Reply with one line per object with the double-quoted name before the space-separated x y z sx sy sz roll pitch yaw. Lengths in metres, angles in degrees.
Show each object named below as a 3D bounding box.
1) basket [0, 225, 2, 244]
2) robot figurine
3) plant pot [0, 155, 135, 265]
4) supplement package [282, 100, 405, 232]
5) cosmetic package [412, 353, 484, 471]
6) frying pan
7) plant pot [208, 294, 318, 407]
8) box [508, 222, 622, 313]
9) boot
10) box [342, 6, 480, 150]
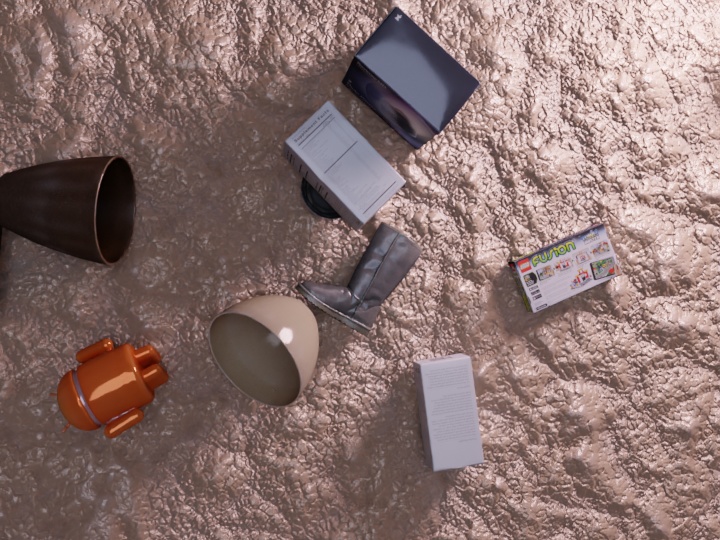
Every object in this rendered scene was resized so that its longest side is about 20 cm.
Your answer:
"basket" -0.687 -0.036 1.373 0.180 0.135 0.202 18 79 -44
"robot figurine" -0.440 0.203 1.417 0.199 0.117 0.145 -26 108 -9
"plant pot" -0.513 -0.111 1.389 0.198 0.187 0.189 5 89 3
"supplement package" -0.032 -0.185 1.456 0.114 0.110 0.200 -44 92 -9
"cosmetic package" 0.164 0.265 1.525 0.100 0.071 0.202 -7 90 -9
"frying pan" -0.022 -0.169 1.523 0.189 0.031 0.116 -26 92 -11
"plant pot" -0.150 0.122 1.439 0.201 0.200 0.134 50 47 -5
"box" 0.400 -0.005 1.581 0.199 0.035 0.111 -22 92 -8
"boot" -0.001 -0.001 1.505 0.181 0.073 0.201 30 92 -21
"box" 0.083 -0.337 1.457 0.200 0.198 0.123 40 84 -5
